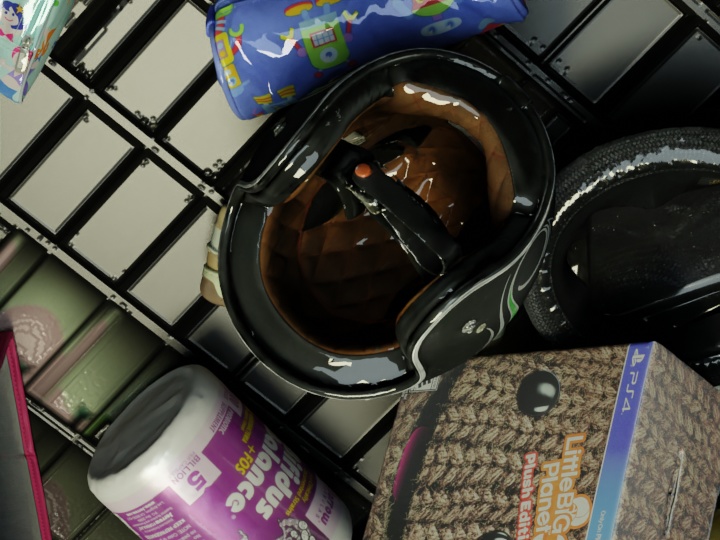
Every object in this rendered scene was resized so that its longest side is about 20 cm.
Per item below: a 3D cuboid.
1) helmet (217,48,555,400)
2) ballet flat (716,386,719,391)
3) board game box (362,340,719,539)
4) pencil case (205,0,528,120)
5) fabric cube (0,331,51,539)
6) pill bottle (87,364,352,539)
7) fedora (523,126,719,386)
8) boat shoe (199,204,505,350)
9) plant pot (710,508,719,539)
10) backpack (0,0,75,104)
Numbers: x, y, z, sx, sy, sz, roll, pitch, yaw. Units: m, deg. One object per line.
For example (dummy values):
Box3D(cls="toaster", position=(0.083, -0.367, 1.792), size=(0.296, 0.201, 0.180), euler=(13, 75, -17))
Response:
Box3D(cls="helmet", position=(0.016, -0.024, 1.398), size=(0.199, 0.201, 0.191), euler=(19, 154, -8))
Box3D(cls="ballet flat", position=(0.246, 0.074, 1.543), size=(0.199, 0.071, 0.071), euler=(10, 116, -4))
Box3D(cls="board game box", position=(0.114, 0.141, 1.470), size=(0.199, 0.160, 0.097), euler=(-8, 148, 42))
Box3D(cls="pencil case", position=(0.002, -0.160, 1.426), size=(0.199, 0.078, 0.087), euler=(-20, 121, 10))
Box3D(cls="fabric cube", position=(-0.319, 0.175, 1.526), size=(0.198, 0.196, 0.201), euler=(-5, 116, 3))
Box3D(cls="pill bottle", position=(-0.076, 0.166, 1.565), size=(0.112, 0.112, 0.200), euler=(-39, 110, 17))
Box3D(cls="fedora", position=(0.198, -0.020, 1.483), size=(0.199, 0.092, 0.202), euler=(2, 117, 4))
Box3D(cls="boat shoe", position=(0.000, 0.000, 1.513), size=(0.199, 0.072, 0.077), euler=(11, 100, -6))
Box3D(cls="plant pot", position=(0.230, 0.242, 1.566), size=(0.188, 0.201, 0.202), euler=(-20, 115, -8))
Box3D(cls="backpack", position=(-0.225, -0.204, 1.352), size=(0.150, 0.178, 0.201), euler=(13, 117, -7))
